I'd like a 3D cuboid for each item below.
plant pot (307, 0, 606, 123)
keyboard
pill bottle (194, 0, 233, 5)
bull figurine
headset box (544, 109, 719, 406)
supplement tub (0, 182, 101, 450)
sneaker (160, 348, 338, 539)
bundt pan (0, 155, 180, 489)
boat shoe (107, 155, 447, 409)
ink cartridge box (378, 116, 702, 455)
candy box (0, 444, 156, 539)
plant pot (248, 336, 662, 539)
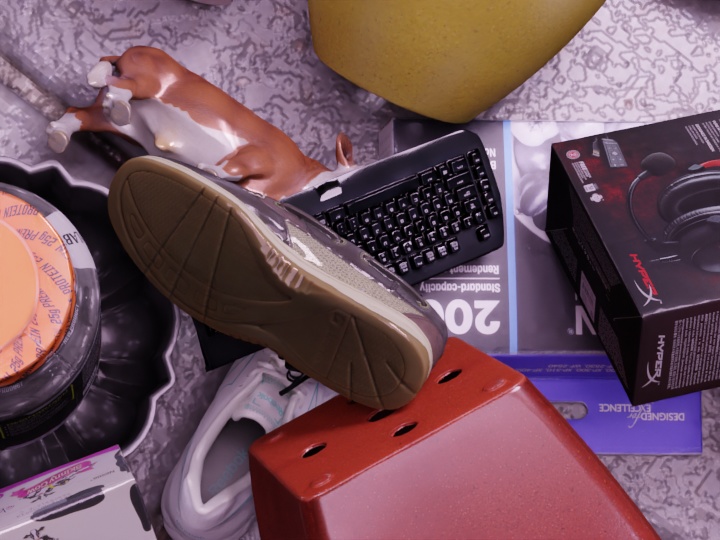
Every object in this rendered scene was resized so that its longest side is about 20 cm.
[{"bbox_3d":[0.046,-0.171,1.397,0.199,0.200,0.142,26,104,-1],"label":"plant pot"},{"bbox_3d":[0.000,0.000,1.345,0.199,0.040,0.105,-23,106,-20],"label":"keyboard"},{"bbox_3d":[-0.071,-0.264,1.425,0.112,0.112,0.201,24,79,-2],"label":"pill bottle"},{"bbox_3d":[-0.082,-0.065,1.388,0.199,0.121,0.065,30,116,17],"label":"bull figurine"},{"bbox_3d":[0.222,-0.019,1.360,0.199,0.075,0.149,-11,46,-11],"label":"headset box"},{"bbox_3d":[-0.194,0.024,1.240,0.122,0.200,0.123,1,80,-6],"label":"supplement tub"},{"bbox_3d":[-0.045,0.071,1.386,0.070,0.080,0.201,29,74,1],"label":"sneaker"},{"bbox_3d":[-0.203,0.039,1.376,0.201,0.076,0.203,1,81,-6],"label":"bundt pan"},{"bbox_3d":[-0.043,0.001,1.290,0.200,0.066,0.072,32,118,10],"label":"boat shoe"},{"bbox_3d":[0.112,0.009,1.432,0.197,0.043,0.201,0,81,-7],"label":"ink cartridge box"},{"bbox_3d":[-0.160,0.214,1.321,0.136,0.061,0.201,-20,109,-9],"label":"candy box"},{"bbox_3d":[0.046,0.150,1.297,0.199,0.200,0.177,-28,104,-10],"label":"plant pot"}]
